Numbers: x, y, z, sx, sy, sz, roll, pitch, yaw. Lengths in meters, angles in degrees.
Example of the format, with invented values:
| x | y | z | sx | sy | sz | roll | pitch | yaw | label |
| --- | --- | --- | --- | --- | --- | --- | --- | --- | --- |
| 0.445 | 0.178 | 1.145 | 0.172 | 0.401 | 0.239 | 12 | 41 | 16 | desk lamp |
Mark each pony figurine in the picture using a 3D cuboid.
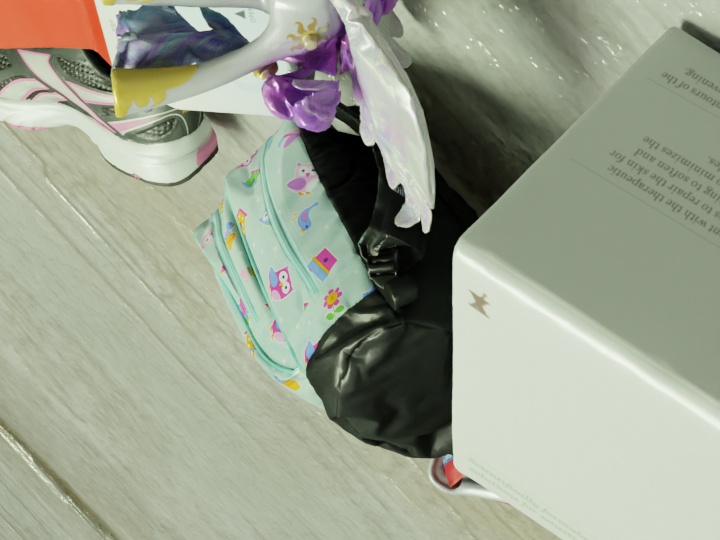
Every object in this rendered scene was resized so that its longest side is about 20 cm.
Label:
| x | y | z | sx | sy | sz | roll | pitch | yaw | label |
| --- | --- | --- | --- | --- | --- | --- | --- | --- | --- |
| -0.024 | -0.128 | 1.358 | 0.193 | 0.200 | 0.167 | 89 | 171 | -48 | pony figurine |

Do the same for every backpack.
| x | y | z | sx | sy | sz | roll | pitch | yaw | label |
| --- | --- | --- | --- | --- | --- | --- | --- | --- | --- |
| 0.000 | 0.000 | 1.493 | 0.167 | 0.127 | 0.200 | 30 | -158 | -48 | backpack |

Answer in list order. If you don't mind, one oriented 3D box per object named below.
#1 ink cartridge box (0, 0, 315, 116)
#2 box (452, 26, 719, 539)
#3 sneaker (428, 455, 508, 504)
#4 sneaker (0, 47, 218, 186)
| x | y | z | sx | sy | sz | roll | pitch | yaw | label |
| --- | --- | --- | --- | --- | --- | --- | --- | --- | --- |
| -0.133 | -0.157 | 1.526 | 0.200 | 0.047 | 0.160 | 3 | 141 | 12 | ink cartridge box |
| 0.169 | 0.040 | 1.329 | 0.199 | 0.171 | 0.200 | 34 | 152 | 22 | box |
| 0.048 | 0.047 | 1.578 | 0.200 | 0.112 | 0.071 | 39 | 153 | 11 | sneaker |
| -0.168 | -0.130 | 1.696 | 0.200 | 0.080 | 0.086 | 21 | 134 | 25 | sneaker |
